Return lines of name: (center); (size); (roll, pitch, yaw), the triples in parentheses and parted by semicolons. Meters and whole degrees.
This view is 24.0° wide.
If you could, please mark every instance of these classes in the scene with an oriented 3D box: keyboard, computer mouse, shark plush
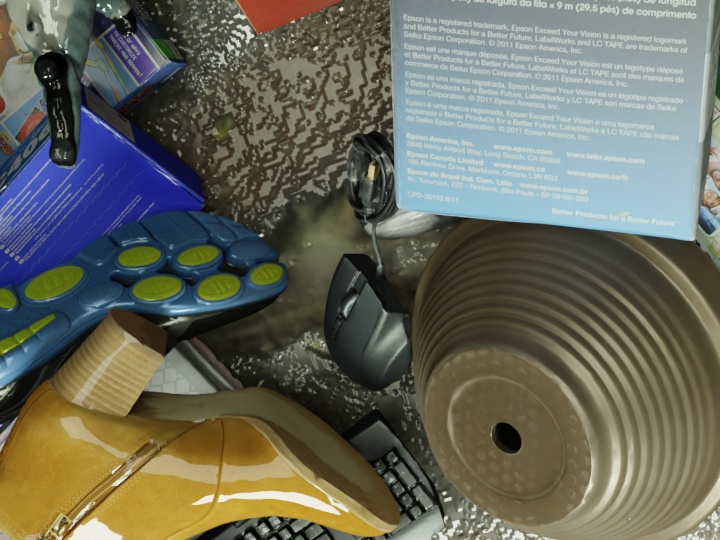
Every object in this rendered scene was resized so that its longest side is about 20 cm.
keyboard: (-0.060, 0.145, 0.955); (0.200, 0.021, 0.127); (-37, 89, 12)
computer mouse: (0.000, 0.000, 0.891); (0.034, 0.200, 0.059); (-21, 54, -16)
shark plush: (-0.144, -0.156, 0.913); (0.091, 0.083, 0.201); (-27, 58, 30)

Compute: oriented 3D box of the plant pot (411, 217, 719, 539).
plant pot: (0.096, 0.064, 0.866); (0.200, 0.093, 0.202); (17, 121, 31)

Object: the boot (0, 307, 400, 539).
boot: (-0.095, 0.125, 0.910); (0.201, 0.071, 0.144); (33, 105, -8)

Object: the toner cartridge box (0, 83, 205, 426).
toner cartridge box: (-0.189, -0.003, 0.972); (0.095, 0.043, 0.200); (39, 103, -24)

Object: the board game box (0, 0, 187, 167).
board game box: (-0.214, -0.158, 0.988); (0.135, 0.034, 0.200); (-37, 87, 13)

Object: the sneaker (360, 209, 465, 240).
sneaker: (0.070, -0.104, 0.919); (0.199, 0.078, 0.112); (-31, 80, 8)

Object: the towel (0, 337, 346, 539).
towel: (-0.123, 0.145, 0.996); (0.200, 0.032, 0.191); (44, 102, 7)

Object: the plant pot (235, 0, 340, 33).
plant pot: (0.001, -0.248, 0.864); (0.175, 0.200, 0.201); (-13, 92, 0)

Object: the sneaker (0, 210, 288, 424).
sneaker: (-0.137, 0.029, 0.945); (0.199, 0.083, 0.071); (-23, 57, -7)

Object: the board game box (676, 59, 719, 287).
board game box: (0.160, 0.002, 0.869); (0.135, 0.029, 0.200); (50, 136, 6)

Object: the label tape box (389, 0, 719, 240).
label tape box: (0.088, -0.119, 0.756); (0.143, 0.066, 0.201); (7, 122, 15)
